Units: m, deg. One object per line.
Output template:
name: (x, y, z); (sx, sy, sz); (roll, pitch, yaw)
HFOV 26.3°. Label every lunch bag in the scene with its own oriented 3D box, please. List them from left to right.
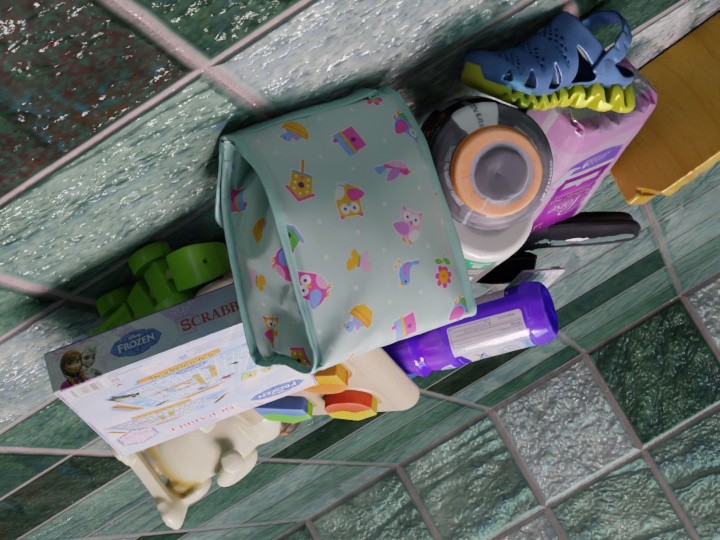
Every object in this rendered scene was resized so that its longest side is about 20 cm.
lunch bag: (-0.019, -0.036, 1.234); (0.170, 0.201, 0.122); (-19, -171, -29)

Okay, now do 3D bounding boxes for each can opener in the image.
can opener: (0.205, -0.040, 1.679); (0.199, 0.063, 0.079); (-10, 120, -10)

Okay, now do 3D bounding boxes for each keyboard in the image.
keyboard: (0.156, 0.047, 1.717); (0.056, 0.011, 0.200); (-9, 156, -31)

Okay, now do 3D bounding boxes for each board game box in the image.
board game box: (-0.152, 0.088, 1.363); (0.200, 0.041, 0.200); (-20, 156, 0)

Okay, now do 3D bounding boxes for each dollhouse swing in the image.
dollhouse swing: (0.374, -0.160, 1.652); (0.200, 0.182, 0.176); (-36, 145, 22)

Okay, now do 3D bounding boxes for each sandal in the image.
sandal: (0.168, -0.186, 1.339); (0.200, 0.079, 0.087); (-7, 118, -42)

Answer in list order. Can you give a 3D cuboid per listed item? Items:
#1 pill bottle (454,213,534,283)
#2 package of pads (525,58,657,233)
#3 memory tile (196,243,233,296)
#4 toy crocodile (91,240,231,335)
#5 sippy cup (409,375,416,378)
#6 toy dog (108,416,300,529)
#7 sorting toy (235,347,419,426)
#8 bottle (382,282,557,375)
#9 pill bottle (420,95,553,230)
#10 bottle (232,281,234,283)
pill bottle: (0.089, -0.037, 1.567); (0.113, 0.113, 0.200); (-24, 172, -23)
package of pads: (0.206, -0.121, 1.570); (0.120, 0.076, 0.200); (-20, 156, -31)
memory tile: (-0.133, 0.012, 1.510); (0.153, 0.017, 0.200); (-38, 163, 30)
toy crocodile: (-0.181, 0.030, 1.363); (0.062, 0.068, 0.200); (-17, 161, -41)
sippy cup: (0.024, 0.065, 1.779); (0.178, 0.131, 0.140); (-28, 166, -5)
toy dog: (-0.164, 0.188, 1.828); (0.200, 0.140, 0.194); (-33, 179, 13)
sorting toy: (-0.057, 0.123, 1.592); (0.199, 0.037, 0.185); (-9, 154, 17)
bottle: (0.106, 0.067, 1.631); (0.199, 0.065, 0.084); (-16, 173, 13)
pill bottle: (0.105, -0.092, 1.306); (0.106, 0.106, 0.200); (-30, -171, 2)
bottle: (-0.048, -0.030, 1.387); (0.065, 0.084, 0.200); (13, 130, -28)
